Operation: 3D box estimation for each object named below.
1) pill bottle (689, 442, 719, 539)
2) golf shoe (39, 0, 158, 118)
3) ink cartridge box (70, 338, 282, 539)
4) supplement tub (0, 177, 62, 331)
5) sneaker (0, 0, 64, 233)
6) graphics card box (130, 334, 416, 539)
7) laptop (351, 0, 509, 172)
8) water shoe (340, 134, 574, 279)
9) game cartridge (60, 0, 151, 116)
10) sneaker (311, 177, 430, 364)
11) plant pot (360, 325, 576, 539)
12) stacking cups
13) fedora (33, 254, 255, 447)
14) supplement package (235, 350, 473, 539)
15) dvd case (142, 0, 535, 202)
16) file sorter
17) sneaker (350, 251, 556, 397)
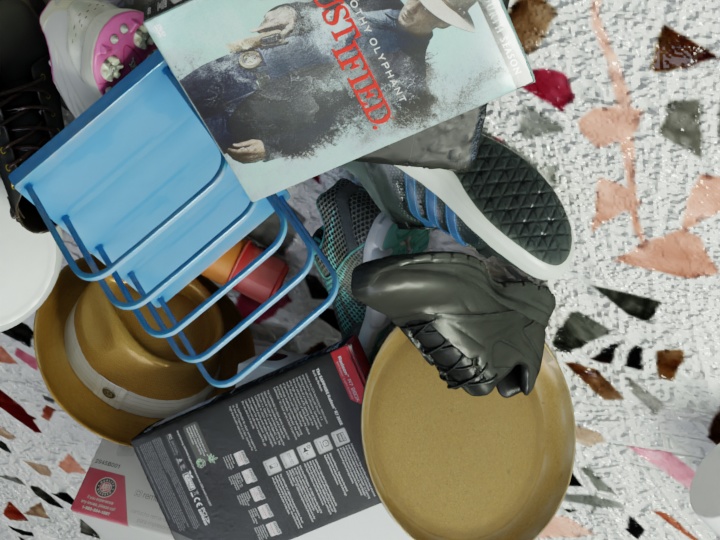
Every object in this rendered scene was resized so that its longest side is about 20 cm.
[{"bbox_3d":[0.345,0.215,1.112,0.200,0.112,0.111,43,145,-18],"label":"pill bottle"},{"bbox_3d":[-0.179,-0.122,1.067,0.091,0.075,0.201,30,147,26],"label":"golf shoe"},{"bbox_3d":[-0.155,0.159,1.334,0.144,0.202,0.085,8,151,29],"label":"ink cartridge box"},{"bbox_3d":[-0.330,-0.022,1.233,0.144,0.145,0.200,41,172,-18],"label":"supplement tub"},{"bbox_3d":[-0.246,-0.124,1.069,0.201,0.074,0.107,90,159,-54],"label":"sneaker"},{"bbox_3d":[-0.067,0.147,1.140,0.198,0.051,0.127,-25,94,11],"label":"graphics card box"},{"bbox_3d":[-0.013,-0.172,0.925,0.197,0.104,0.179,5,127,-6],"label":"laptop"},{"bbox_3d":[0.061,-0.057,1.015,0.199,0.072,0.079,39,144,4],"label":"water shoe"},{"bbox_3d":[-0.147,-0.142,1.096,0.130,0.039,0.199,43,145,-13],"label":"game cartridge"},{"bbox_3d":[0.000,0.000,1.150,0.091,0.077,0.201,37,147,20],"label":"sneaker"},{"bbox_3d":[0.080,0.122,1.117,0.200,0.201,0.027,41,154,-18],"label":"plant pot"},{"bbox_3d":[-0.154,-0.035,1.230,0.198,0.061,0.061,26,147,-3],"label":"stacking cups"},{"bbox_3d":[-0.178,0.051,1.233,0.199,0.202,0.082,30,145,0],"label":"fedora"},{"bbox_3d":[-0.007,0.163,1.215,0.197,0.158,0.111,9,-175,9],"label":"supplement package"},{"bbox_3d":[-0.011,-0.136,0.874,0.198,0.022,0.147,-22,125,12],"label":"dvd case"},{"bbox_3d":[-0.121,-0.027,1.032,0.123,0.138,0.200,52,-178,35],"label":"file sorter"},{"bbox_3d":[0.072,0.041,1.050,0.198,0.092,0.075,18,161,-39],"label":"sneaker"}]
